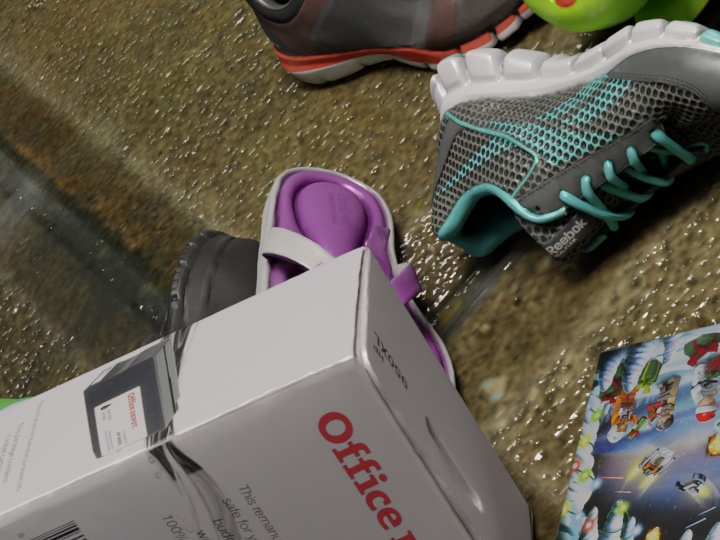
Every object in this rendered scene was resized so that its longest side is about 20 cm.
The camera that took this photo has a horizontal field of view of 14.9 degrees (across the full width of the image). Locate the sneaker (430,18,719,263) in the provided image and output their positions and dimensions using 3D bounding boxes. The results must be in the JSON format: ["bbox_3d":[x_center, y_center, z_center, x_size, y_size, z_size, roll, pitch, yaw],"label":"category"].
[{"bbox_3d":[0.104,-0.047,1.151,0.199,0.077,0.092,-7,64,49],"label":"sneaker"}]

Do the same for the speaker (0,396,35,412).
[{"bbox_3d":[-0.197,0.100,1.300,0.199,0.088,0.089,-1,53,48],"label":"speaker"}]

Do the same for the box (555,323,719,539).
[{"bbox_3d":[0.160,0.073,0.965,0.199,0.040,0.138,-17,43,37],"label":"box"}]

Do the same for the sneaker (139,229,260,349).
[{"bbox_3d":[-0.050,0.046,1.213,0.200,0.090,0.076,-77,-3,-64],"label":"sneaker"}]

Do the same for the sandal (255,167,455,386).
[{"bbox_3d":[-0.007,-0.001,1.192,0.203,0.082,0.050,-113,32,-57],"label":"sandal"}]

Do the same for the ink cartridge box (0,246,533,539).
[{"bbox_3d":[-0.050,0.102,1.046,0.199,0.145,0.084,-24,28,16],"label":"ink cartridge box"}]

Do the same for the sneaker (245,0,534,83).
[{"bbox_3d":[0.015,-0.147,1.334,0.199,0.082,0.077,-15,43,39],"label":"sneaker"}]

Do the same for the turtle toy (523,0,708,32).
[{"bbox_3d":[0.128,-0.170,1.201,0.145,0.101,0.201,-15,37,39],"label":"turtle toy"}]
